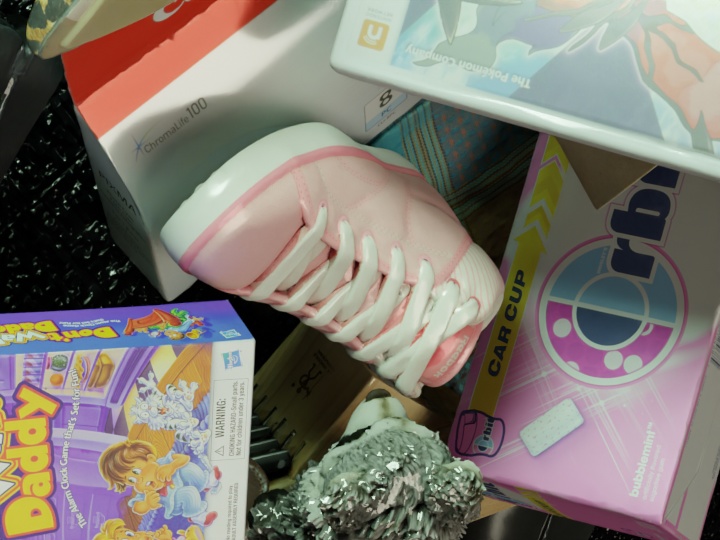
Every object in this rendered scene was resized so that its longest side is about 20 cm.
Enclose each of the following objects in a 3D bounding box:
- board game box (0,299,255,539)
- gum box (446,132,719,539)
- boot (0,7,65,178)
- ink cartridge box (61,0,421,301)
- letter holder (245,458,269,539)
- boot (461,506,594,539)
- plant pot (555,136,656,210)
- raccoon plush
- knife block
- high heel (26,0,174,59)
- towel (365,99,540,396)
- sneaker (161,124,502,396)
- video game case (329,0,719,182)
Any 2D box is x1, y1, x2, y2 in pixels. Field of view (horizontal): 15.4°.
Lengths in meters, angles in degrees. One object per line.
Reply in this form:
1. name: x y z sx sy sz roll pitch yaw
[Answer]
1. board game box: -0.117 0.116 1.082 0.133 0.045 0.202 -3 111 -18
2. gum box: 0.126 0.019 1.263 0.066 0.113 0.201 37 68 -62
3. boot: -0.201 -0.017 1.041 0.201 0.065 0.165 -58 169 10
4. ink cartridge box: -0.043 -0.087 1.127 0.160 0.047 0.200 -38 161 -14
5. letter holder: -0.137 0.156 1.173 0.142 0.101 0.201 30 98 -12
6. boot: 0.038 0.179 1.405 0.164 0.066 0.201 8 113 -48
7. plant pot: 0.117 -0.163 1.153 0.187 0.201 0.187 -37 178 -2
8. raccoon plush: 0.025 0.152 1.157 0.096 0.134 0.201 -24 93 -14
9. knife block: -0.034 0.115 1.300 0.176 0.064 0.200 -50 135 9
10. high heel: -0.090 -0.187 1.024 0.200 0.142 0.071 -47 158 -1
11. towel: 0.064 -0.027 1.329 0.146 0.022 0.201 -37 134 -15
12. sneaker: 0.000 0.000 1.147 0.075 0.105 0.200 -45 162 19
13. video game case: 0.104 -0.142 1.063 0.023 0.199 0.184 18 88 -73
